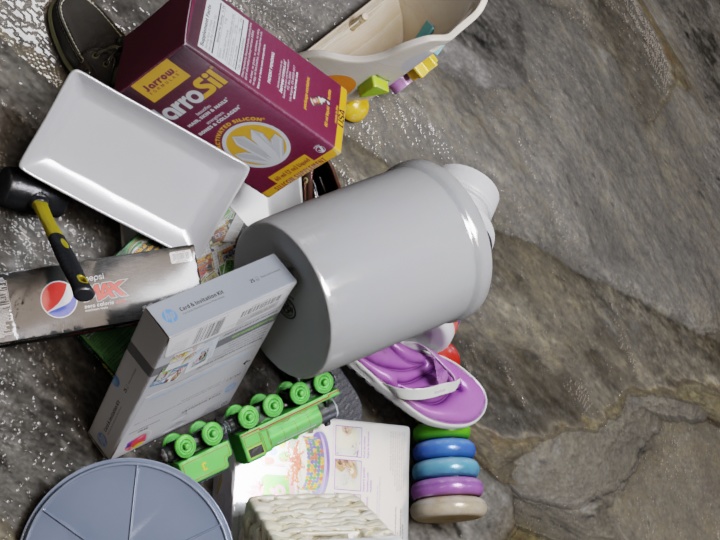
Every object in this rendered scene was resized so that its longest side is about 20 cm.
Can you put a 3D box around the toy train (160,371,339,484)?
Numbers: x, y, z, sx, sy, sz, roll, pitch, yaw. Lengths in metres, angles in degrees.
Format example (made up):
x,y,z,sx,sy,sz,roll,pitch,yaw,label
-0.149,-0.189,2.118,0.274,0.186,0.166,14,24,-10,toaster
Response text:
x,y,z,sx,sy,sz,roll,pitch,yaw,label
-0.102,0.153,1.476,0.199,0.042,0.057,-22,98,-29,toy train

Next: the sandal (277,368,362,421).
x,y,z,sx,sy,sz,roll,pitch,yaw,label
-0.064,0.086,1.600,0.076,0.043,0.201,-29,106,-32,sandal

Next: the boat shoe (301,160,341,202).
x,y,z,sx,sy,sz,roll,pitch,yaw,label
-0.038,-0.024,1.623,0.070,0.070,0.201,-21,95,-44,boat shoe

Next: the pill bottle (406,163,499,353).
x,y,z,sx,sy,sz,roll,pitch,yaw,label
0.083,-0.018,1.694,0.111,0.111,0.201,42,56,-25,pill bottle

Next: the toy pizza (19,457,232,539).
x,y,z,sx,sy,sz,roll,pitch,yaw,label
-0.213,0.272,1.386,0.198,0.032,0.202,1,80,-7,toy pizza

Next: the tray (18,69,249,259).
x,y,z,sx,sy,sz,roll,pitch,yaw,label
-0.211,-0.099,1.433,0.199,0.022,0.108,29,96,-27,tray

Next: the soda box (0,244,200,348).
x,y,z,sx,sy,sz,roll,pitch,yaw,label
-0.249,0.024,1.400,0.199,0.071,0.064,-9,86,-23,soda box

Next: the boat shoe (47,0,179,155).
x,y,z,sx,sy,sz,roll,pitch,yaw,label
-0.231,-0.191,1.482,0.072,0.066,0.202,-31,89,-30,boat shoe

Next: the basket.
x,y,z,sx,sy,sz,roll,pitch,yaw,label
-0.049,0.318,1.438,0.135,0.123,0.201,3,113,-24,basket

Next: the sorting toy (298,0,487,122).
x,y,z,sx,sy,sz,roll,pitch,yaw,label
0.052,-0.254,1.677,0.200,0.179,0.107,-44,108,-37,sorting toy

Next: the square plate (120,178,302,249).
x,y,z,sx,sy,sz,roll,pitch,yaw,label
-0.150,-0.041,1.532,0.197,0.028,0.202,-2,80,-23,square plate

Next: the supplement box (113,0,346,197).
x,y,z,sx,sy,sz,roll,pitch,yaw,label
-0.121,-0.169,1.455,0.199,0.110,0.086,33,45,-33,supplement box

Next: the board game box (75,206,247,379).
x,y,z,sx,sy,sz,roll,pitch,yaw,label
-0.190,0.011,1.477,0.200,0.023,0.105,-44,100,-23,board game box

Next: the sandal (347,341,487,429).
x,y,z,sx,sy,sz,roll,pitch,yaw,label
0.059,0.108,1.617,0.202,0.050,0.083,28,59,-23,sandal

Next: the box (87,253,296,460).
x,y,z,sx,sy,sz,roll,pitch,yaw,label
-0.157,0.082,1.418,0.155,0.200,0.041,-24,65,-40,box

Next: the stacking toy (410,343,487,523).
x,y,z,sx,sy,sz,roll,pitch,yaw,label
0.092,0.174,1.683,0.085,0.085,0.202,10,70,-38,stacking toy

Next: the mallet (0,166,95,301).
x,y,z,sx,sy,sz,roll,pitch,yaw,label
-0.283,-0.035,1.363,0.065,0.200,0.041,16,113,-28,mallet

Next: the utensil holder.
x,y,z,sx,sy,sz,roll,pitch,yaw,label
0.000,0.000,1.488,0.199,0.170,0.171,-22,95,-34,utensil holder

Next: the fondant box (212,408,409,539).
x,y,z,sx,sy,sz,roll,pitch,yaw,label
-0.049,0.224,1.541,0.199,0.058,0.145,9,74,-27,fondant box
